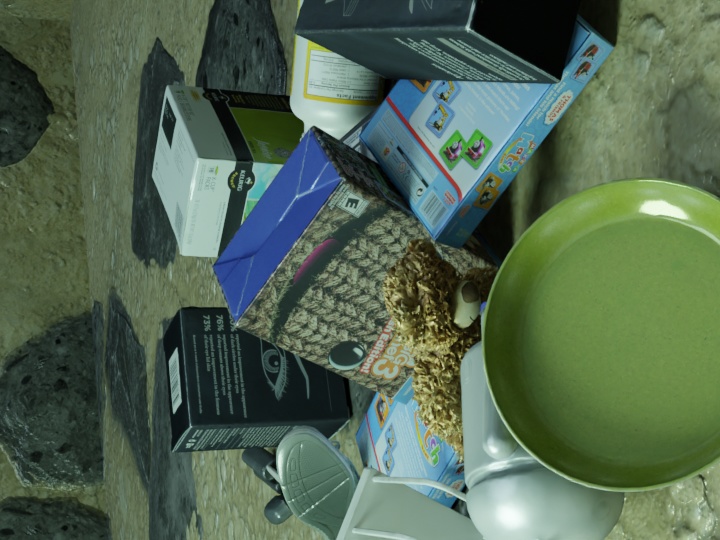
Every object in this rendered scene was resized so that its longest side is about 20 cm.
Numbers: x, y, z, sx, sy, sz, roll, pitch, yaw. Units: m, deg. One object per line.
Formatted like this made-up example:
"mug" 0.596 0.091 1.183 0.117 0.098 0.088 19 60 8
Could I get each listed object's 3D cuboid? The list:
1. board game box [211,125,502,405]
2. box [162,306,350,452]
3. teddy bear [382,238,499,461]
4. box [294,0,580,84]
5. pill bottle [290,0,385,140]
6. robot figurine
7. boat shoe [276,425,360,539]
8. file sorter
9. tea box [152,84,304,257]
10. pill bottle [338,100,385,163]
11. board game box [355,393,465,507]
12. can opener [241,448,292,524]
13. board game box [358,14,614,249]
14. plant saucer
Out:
"board game box" 0.000 0.000 1.041 0.160 0.199 0.097 -52 35 16
"box" -0.126 0.129 1.419 0.104 0.197 0.150 130 137 -58
"teddy bear" 0.084 0.066 0.956 0.066 0.145 0.202 13 128 39
"box" 0.071 -0.257 0.916 0.199 0.117 0.199 12 86 48
"pill bottle" -0.022 -0.223 1.295 0.104 0.103 0.203 -144 57 -64
"robot figurine" 0.130 0.120 0.861 0.112 0.169 0.202 -16 59 29
"boat shoe" -0.030 0.233 1.252 0.203 0.074 0.065 56 -172 -32
"file sorter" 0.047 0.283 0.968 0.124 0.138 0.202 -15 48 64
"tea box" -0.136 -0.120 1.455 0.201 0.194 0.135 -119 37 -52
"pill bottle" 0.034 -0.103 1.148 0.200 0.105 0.108 152 116 -64
"board game box" 0.053 0.168 1.164 0.201 0.036 0.153 112 150 -45
"can opener" -0.124 0.283 1.577 0.053 0.067 0.200 50 166 -17
"board game box" 0.095 -0.142 0.966 0.201 0.036 0.152 -54 44 21
"plant saucer" 0.174 0.041 0.763 0.198 0.031 0.203 -9 71 28
